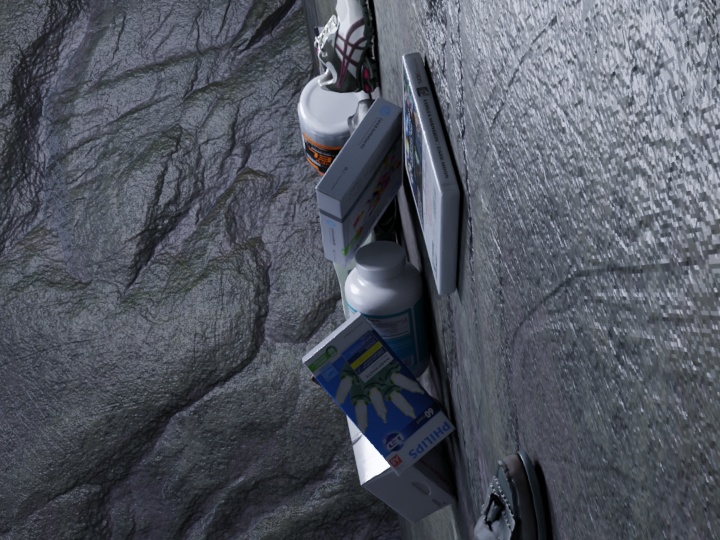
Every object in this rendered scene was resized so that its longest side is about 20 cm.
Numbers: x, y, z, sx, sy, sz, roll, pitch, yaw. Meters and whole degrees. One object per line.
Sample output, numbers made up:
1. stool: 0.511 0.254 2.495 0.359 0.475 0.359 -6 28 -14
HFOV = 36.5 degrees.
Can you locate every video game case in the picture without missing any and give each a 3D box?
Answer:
1. video game case: 0.074 -0.099 1.160 0.200 0.023 0.182 83 175 -60

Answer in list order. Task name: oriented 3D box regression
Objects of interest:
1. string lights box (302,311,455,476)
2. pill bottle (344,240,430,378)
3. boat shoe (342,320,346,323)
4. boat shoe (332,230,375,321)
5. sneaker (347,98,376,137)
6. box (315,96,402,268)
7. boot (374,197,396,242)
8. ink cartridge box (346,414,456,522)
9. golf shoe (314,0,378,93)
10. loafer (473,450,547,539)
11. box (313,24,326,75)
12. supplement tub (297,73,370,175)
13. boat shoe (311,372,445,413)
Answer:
1. string lights box: 0.024 0.164 1.468 0.200 0.103 0.059 50 178 -4
2. pill bottle: 0.038 0.058 1.544 0.111 0.111 0.200 -105 6 -54
3. boat shoe: -0.027 0.190 3.543 0.072 0.072 0.200 -104 4 -46
4. boat shoe: 0.001 0.000 1.677 0.072 0.070 0.201 27 -126 -68
5. sneaker: 0.013 -0.190 1.615 0.200 0.066 0.091 99 163 -70
6. box: 0.002 -0.111 1.443 0.156 0.041 0.200 -57 -13 -21
7. boot: 0.031 -0.040 1.735 0.138 0.077 0.200 -142 41 -78
8. ink cartridge box: 0.055 0.256 1.644 0.145 0.084 0.200 43 -158 -38
9. golf shoe: -0.024 -0.335 1.563 0.077 0.088 0.200 -101 4 -46
10. loafer: 0.128 0.244 0.956 0.072 0.063 0.200 -105 6 -56
11. box: -0.048 -0.375 2.207 0.158 0.050 0.200 83 175 -50
12. supplement tub: -0.041 -0.240 1.867 0.200 0.122 0.123 85 173 -69
13. boat shoe: 0.021 0.186 1.527 0.076 0.200 0.072 118 175 -59
